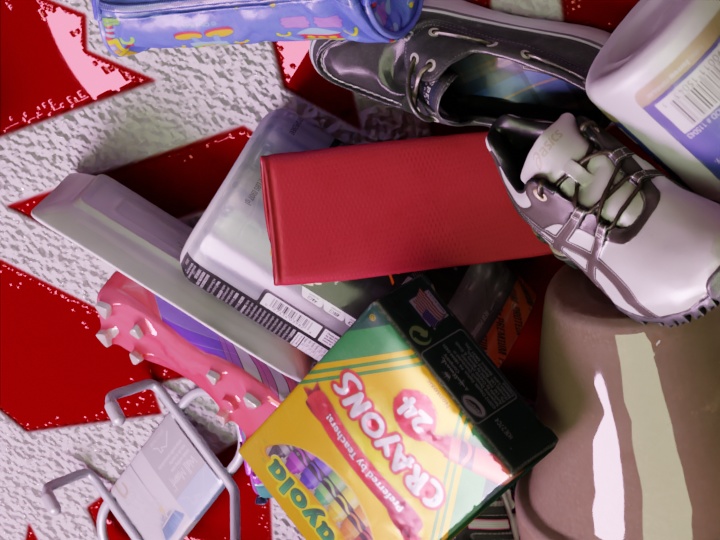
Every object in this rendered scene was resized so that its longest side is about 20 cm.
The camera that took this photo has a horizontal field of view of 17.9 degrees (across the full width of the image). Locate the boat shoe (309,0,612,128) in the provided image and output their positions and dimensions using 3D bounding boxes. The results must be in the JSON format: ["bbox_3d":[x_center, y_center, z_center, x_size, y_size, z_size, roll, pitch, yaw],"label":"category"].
[{"bbox_3d":[0.059,-0.111,1.329,0.199,0.066,0.070,11,127,14],"label":"boat shoe"}]

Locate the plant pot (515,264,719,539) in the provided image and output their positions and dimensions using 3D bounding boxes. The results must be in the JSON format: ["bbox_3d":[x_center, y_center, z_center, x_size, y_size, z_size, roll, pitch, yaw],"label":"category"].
[{"bbox_3d":[0.177,0.078,1.333,0.199,0.200,0.175,-3,117,23],"label":"plant pot"}]

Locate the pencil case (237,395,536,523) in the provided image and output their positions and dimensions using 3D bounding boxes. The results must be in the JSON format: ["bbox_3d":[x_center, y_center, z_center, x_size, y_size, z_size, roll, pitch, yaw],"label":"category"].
[{"bbox_3d":[0.021,0.117,1.494,0.199,0.093,0.085,2,124,19],"label":"pencil case"}]

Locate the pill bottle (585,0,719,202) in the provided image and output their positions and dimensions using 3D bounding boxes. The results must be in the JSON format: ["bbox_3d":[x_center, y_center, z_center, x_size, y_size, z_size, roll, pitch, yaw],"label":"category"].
[{"bbox_3d":[0.232,-0.075,1.252,0.200,0.120,0.120,42,128,-11],"label":"pill bottle"}]

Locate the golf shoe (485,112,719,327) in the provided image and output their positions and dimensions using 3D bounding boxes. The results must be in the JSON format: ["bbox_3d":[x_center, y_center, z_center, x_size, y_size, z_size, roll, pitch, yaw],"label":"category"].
[{"bbox_3d":[0.132,-0.033,1.234,0.094,0.078,0.200,42,171,-31],"label":"golf shoe"}]

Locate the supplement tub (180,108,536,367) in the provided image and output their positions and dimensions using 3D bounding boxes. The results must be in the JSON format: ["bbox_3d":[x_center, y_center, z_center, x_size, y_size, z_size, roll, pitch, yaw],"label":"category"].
[{"bbox_3d":[0.000,0.000,1.398,0.199,0.123,0.123,31,130,-3],"label":"supplement tub"}]

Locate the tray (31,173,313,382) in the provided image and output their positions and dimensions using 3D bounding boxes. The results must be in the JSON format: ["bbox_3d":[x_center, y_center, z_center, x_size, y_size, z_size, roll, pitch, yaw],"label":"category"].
[{"bbox_3d":[-0.109,-0.004,1.457,0.199,0.107,0.022,32,106,-3],"label":"tray"}]

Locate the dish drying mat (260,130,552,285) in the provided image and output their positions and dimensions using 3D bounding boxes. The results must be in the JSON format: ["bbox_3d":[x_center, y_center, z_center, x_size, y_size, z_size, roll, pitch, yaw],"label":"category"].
[{"bbox_3d":[0.042,-0.039,1.335,0.199,0.018,0.077,-7,95,-13],"label":"dish drying mat"}]

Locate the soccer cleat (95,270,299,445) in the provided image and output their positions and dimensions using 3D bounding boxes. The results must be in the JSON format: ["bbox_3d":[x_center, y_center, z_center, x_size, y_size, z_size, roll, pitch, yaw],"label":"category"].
[{"bbox_3d":[-0.081,0.054,1.469,0.199,0.076,0.067,31,146,18],"label":"soccer cleat"}]

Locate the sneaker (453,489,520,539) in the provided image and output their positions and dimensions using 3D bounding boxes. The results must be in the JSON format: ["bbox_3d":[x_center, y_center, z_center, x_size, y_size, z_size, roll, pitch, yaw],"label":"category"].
[{"bbox_3d":[0.060,0.182,1.408,0.073,0.088,0.200,-18,114,29],"label":"sneaker"}]

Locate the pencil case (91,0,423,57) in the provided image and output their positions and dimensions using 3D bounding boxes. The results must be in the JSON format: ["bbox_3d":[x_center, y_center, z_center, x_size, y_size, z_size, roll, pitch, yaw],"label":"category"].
[{"bbox_3d":[-0.062,-0.166,1.324,0.199,0.087,0.079,-1,103,24],"label":"pencil case"}]

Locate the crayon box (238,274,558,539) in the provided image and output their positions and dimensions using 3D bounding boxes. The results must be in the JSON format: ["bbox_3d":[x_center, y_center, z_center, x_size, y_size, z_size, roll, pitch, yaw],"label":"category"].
[{"bbox_3d":[0.011,0.112,1.338,0.127,0.051,0.200,50,133,10],"label":"crayon box"}]

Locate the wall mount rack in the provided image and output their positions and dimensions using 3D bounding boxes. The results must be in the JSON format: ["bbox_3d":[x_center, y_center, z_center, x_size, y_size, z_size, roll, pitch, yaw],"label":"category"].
[{"bbox_3d":[-0.137,0.180,1.585,0.174,0.074,0.200,52,131,17],"label":"wall mount rack"}]
